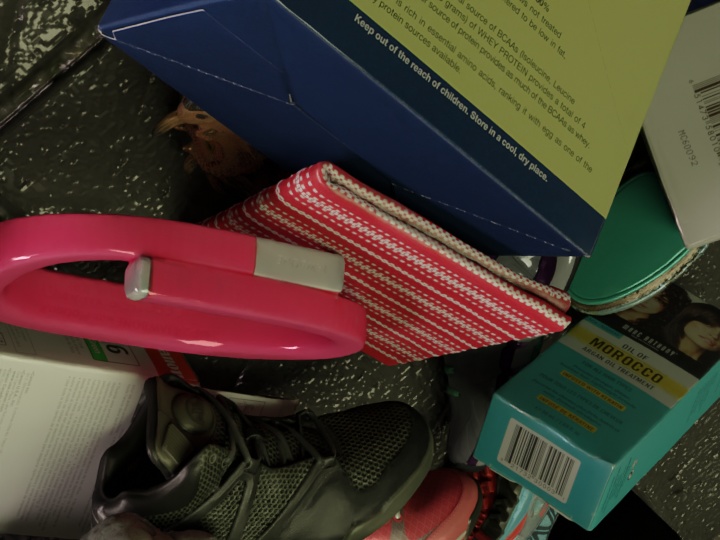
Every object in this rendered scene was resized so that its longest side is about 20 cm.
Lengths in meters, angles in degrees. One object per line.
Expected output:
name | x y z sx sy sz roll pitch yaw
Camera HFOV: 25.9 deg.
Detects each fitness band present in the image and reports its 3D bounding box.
fitness band | -0.089 0.013 0.746 0.198 0.143 0.038 13 73 -33

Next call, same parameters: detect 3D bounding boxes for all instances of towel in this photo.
towel | 0.000 0.000 0.769 0.144 0.200 0.023 29 72 -18

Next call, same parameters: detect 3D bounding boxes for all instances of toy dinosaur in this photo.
toy dinosaur | -0.033 -0.052 0.810 0.134 0.086 0.201 -23 135 -10

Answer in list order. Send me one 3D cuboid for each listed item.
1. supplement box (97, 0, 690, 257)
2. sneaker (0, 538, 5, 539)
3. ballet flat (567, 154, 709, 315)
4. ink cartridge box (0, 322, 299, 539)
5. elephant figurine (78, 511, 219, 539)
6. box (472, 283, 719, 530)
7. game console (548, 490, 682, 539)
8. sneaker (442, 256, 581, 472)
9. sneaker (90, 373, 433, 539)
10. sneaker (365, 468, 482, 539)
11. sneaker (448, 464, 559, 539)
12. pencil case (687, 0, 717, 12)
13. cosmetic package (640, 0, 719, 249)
supplement box | 0.031 -0.141 0.687 0.199 0.133 0.202 35 71 -33
sneaker | -0.215 0.205 0.900 0.114 0.077 0.200 -23 148 22
ballet flat | 0.201 -0.049 0.951 0.200 0.074 0.074 -46 130 9
ink cartridge box | -0.143 0.091 0.862 0.198 0.050 0.110 11 112 -34
elephant figurine | -0.102 0.222 0.733 0.141 0.201 0.155 32 112 -34
box | 0.154 0.071 0.928 0.199 0.082 0.050 -32 145 -49
game console | 0.146 0.255 1.071 0.200 0.176 0.116 -44 109 0
sneaker | 0.068 0.028 0.940 0.086 0.075 0.202 16 119 -3
sneaker | -0.052 0.100 0.836 0.197 0.077 0.115 -17 132 -13
sneaker | -0.021 0.153 0.946 0.198 0.074 0.088 -18 120 -7
sneaker | 0.083 0.199 1.037 0.095 0.079 0.201 13 116 -39
pencil case | 0.145 -0.214 0.799 0.086 0.079 0.202 -8 128 9
cosmetic package | 0.189 -0.076 0.815 0.084 0.200 0.109 -21 87 10
